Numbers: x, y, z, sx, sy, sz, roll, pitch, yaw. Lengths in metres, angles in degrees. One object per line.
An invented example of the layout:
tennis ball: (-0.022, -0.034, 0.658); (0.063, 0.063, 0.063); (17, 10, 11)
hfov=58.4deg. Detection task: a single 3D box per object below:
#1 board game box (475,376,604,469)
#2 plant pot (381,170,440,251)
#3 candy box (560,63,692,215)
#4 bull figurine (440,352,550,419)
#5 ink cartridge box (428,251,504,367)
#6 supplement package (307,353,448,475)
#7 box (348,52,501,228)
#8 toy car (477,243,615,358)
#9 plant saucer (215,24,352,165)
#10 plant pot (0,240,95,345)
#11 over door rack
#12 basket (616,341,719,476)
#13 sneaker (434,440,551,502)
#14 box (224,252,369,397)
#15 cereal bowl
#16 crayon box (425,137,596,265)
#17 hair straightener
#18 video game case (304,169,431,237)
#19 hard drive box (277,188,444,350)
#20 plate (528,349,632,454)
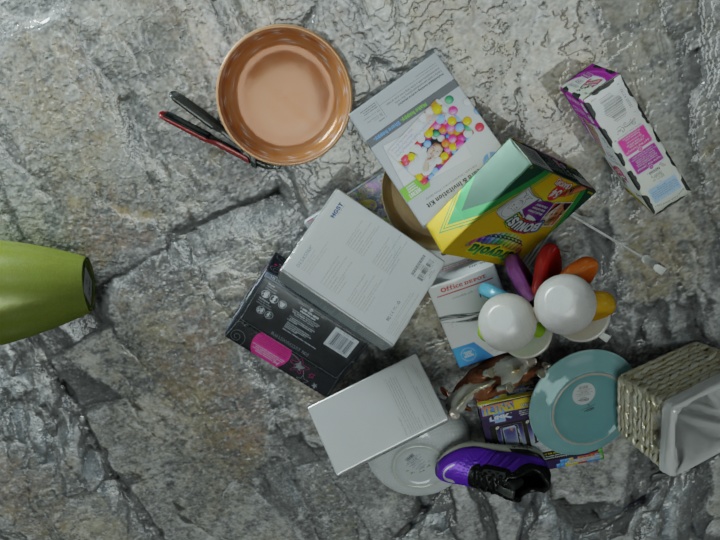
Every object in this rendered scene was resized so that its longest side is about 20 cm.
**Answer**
board game box: (0.318, 0.275, 1.154); (0.199, 0.057, 0.166); (-13, 109, 8)
plant pot: (0.129, -0.130, 1.000); (0.199, 0.027, 0.201); (-2, 106, -6)
candy box: (0.374, -0.189, 0.919); (0.061, 0.136, 0.200); (-35, 106, 17)
bull figurine: (0.226, 0.177, 1.062); (0.200, 0.121, 0.065); (-26, 85, -24)
ink cartridge box: (0.179, 0.047, 1.061); (0.116, 0.067, 0.200); (-20, 110, 11)
supplement package: (0.033, 0.241, 1.079); (0.200, 0.120, 0.122); (-26, 75, 0)
box: (0.101, -0.186, 0.934); (0.156, 0.041, 0.200); (-33, 84, 6)
toy car: (0.261, 0.039, 0.948); (0.200, 0.175, 0.150); (-21, 69, 24)
plant saucer: (-0.112, -0.257, 0.956); (0.199, 0.037, 0.201); (-1, 105, -4)
plant pot: (-0.546, 0.031, 1.048); (0.199, 0.187, 0.188); (-5, 113, -11)
over door rack: (0.348, -0.004, 1.024); (0.200, 0.067, 0.148); (35, 111, 11)
basket: (0.530, 0.216, 1.048); (0.199, 0.123, 0.136); (-17, 113, -19)
sneaker: (0.230, 0.347, 1.093); (0.199, 0.100, 0.070); (-1, 113, -5)
box: (-0.098, 0.087, 1.067); (0.200, 0.115, 0.132); (33, 109, -11)
cereal bowl: (0.105, 0.333, 1.174); (0.199, 0.083, 0.201); (1, 113, 2)
crayon box: (0.219, -0.088, 0.928); (0.200, 0.058, 0.173); (8, 133, -47)
hair straightener: (-0.203, -0.219, 0.987); (0.200, 0.041, 0.077); (30, 111, -9)
video game case: (0.030, -0.075, 1.046); (0.200, 0.018, 0.143); (-31, 107, 14)
hard drive box: (0.000, 0.000, 0.976); (0.200, 0.077, 0.156); (35, 75, -2)
plate: (0.382, 0.229, 1.086); (0.199, 0.026, 0.201); (-3, 109, -8)
